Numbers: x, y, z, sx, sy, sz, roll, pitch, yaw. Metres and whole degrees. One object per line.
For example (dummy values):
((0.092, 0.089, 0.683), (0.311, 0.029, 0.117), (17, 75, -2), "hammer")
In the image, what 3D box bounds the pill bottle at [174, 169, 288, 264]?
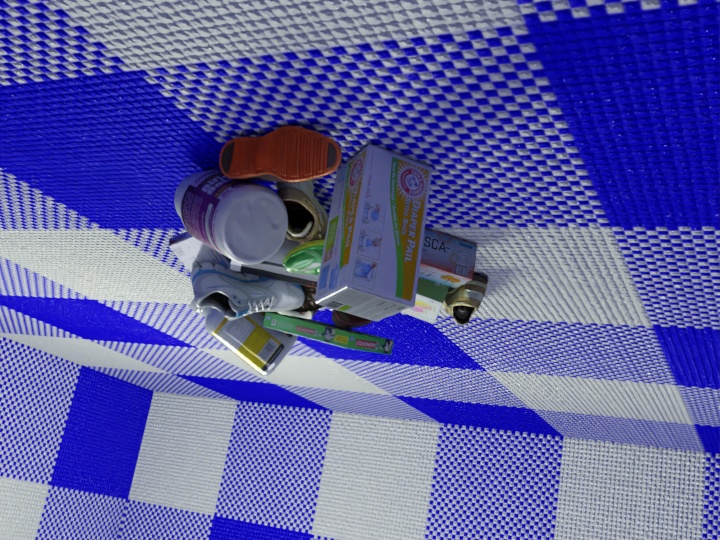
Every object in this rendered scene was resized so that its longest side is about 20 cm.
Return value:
((-0.198, -0.086, 1.234), (0.111, 0.114, 0.199), (25, 180, -39), "pill bottle")

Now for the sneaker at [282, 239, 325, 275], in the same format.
((-0.023, 0.003, 1.299), (0.197, 0.085, 0.074), (7, 162, -1), "sneaker")

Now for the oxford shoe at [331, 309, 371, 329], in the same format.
((-0.011, 0.082, 1.524), (0.070, 0.075, 0.200), (45, -160, 10), "oxford shoe")

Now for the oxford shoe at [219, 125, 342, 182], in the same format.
((-0.096, -0.152, 1.134), (0.198, 0.073, 0.072), (7, 180, 35), "oxford shoe")

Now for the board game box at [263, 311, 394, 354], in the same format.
((-0.058, 0.111, 1.500), (0.198, 0.030, 0.134), (11, 178, 38), "board game box")

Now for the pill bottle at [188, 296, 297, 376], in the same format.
((-0.222, 0.098, 1.592), (0.199, 0.113, 0.112), (40, 158, -6), "pill bottle")

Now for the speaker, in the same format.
((-0.113, -0.020, 1.395), (0.197, 0.082, 0.081), (13, 163, -8), "speaker")

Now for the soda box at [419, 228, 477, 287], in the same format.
((0.089, -0.032, 1.380), (0.197, 0.065, 0.068), (17, 161, -17), "soda box")

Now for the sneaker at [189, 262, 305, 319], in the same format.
((-0.188, 0.050, 1.409), (0.197, 0.087, 0.076), (7, 130, -15), "sneaker")

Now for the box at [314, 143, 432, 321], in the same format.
((0.018, -0.049, 1.138), (0.100, 0.203, 0.112), (16, 160, -22), "box")

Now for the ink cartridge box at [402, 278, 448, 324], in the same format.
((0.107, 0.031, 1.551), (0.102, 0.060, 0.200), (20, 163, 4), "ink cartridge box")

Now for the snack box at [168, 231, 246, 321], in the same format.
((-0.243, 0.007, 1.439), (0.071, 0.025, 0.201), (-20, 131, 14), "snack box")

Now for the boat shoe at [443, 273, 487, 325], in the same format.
((0.192, 0.068, 1.611), (0.070, 0.077, 0.200), (10, 163, 1), "boat shoe")

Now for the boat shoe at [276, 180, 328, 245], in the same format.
((-0.094, -0.081, 1.278), (0.073, 0.067, 0.201), (1, 151, 12), "boat shoe")

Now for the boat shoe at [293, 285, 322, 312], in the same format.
((-0.127, 0.028, 1.505), (0.198, 0.068, 0.073), (-3, 117, 32), "boat shoe")

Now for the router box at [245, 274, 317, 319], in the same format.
((-0.190, 0.050, 1.658), (0.198, 0.049, 0.180), (32, 144, -7), "router box")
